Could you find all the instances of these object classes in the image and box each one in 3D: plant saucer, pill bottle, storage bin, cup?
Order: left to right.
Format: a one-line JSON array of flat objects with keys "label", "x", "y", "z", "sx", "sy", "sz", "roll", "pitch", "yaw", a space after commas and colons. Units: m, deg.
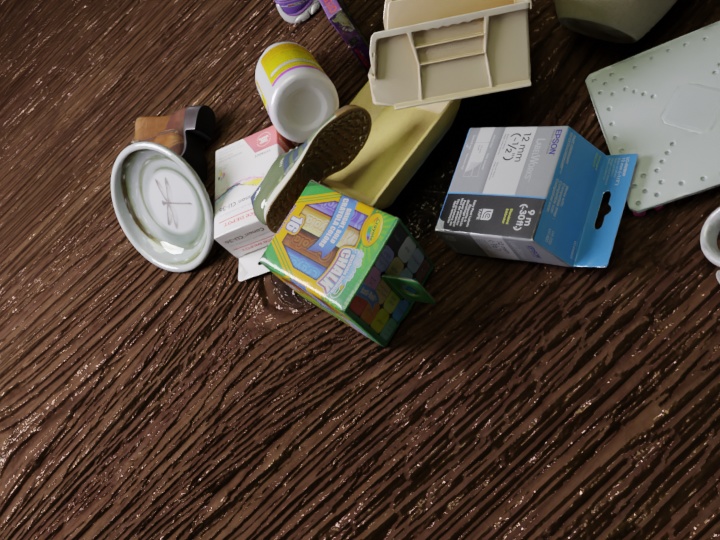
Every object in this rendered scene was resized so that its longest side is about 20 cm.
[{"label": "plant saucer", "x": -0.291, "y": -0.100, "z": 1.029, "sx": 0.195, "sy": 0.206, "sz": 0.050, "roll": 2, "pitch": 25, "yaw": 30}, {"label": "pill bottle", "x": -0.102, "y": -0.278, "z": 1.019, "sx": 0.103, "sy": 0.105, "sz": 0.202, "roll": -36, "pitch": 37, "yaw": 7}, {"label": "plant saucer", "x": 0.030, "y": -0.173, "z": 0.918, "sx": 0.202, "sy": 0.048, "sz": 0.199, "roll": -52, "pitch": 39, "yaw": -5}, {"label": "storage bin", "x": 0.111, "y": -0.294, "z": 0.854, "sx": 0.192, "sy": 0.096, "sz": 0.202, "roll": -7, "pitch": 32, "yaw": 12}, {"label": "cup", "x": 0.310, "y": -0.361, "z": 0.812, "sx": 0.197, "sy": 0.198, "sz": 0.147, "roll": 26, "pitch": 106, "yaw": 36}]

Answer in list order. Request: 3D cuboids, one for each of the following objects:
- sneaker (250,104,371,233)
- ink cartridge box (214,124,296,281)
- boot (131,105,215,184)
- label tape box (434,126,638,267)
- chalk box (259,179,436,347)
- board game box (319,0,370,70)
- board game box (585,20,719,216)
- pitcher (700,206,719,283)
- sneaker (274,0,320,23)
[{"label": "sneaker", "x": -0.075, "y": -0.145, "z": 0.899, "sx": 0.202, "sy": 0.067, "sz": 0.089, "roll": -51, "pitch": 39, "yaw": -7}, {"label": "ink cartridge box", "x": -0.151, "y": -0.099, "z": 0.991, "sx": 0.114, "sy": 0.067, "sz": 0.205, "roll": -19, "pitch": 58, "yaw": 19}, {"label": "boot", "x": -0.347, "y": -0.187, "z": 1.151, "sx": 0.195, "sy": 0.068, "sz": 0.195, "roll": -1, "pitch": 76, "yaw": 35}, {"label": "label tape box", "x": 0.198, "y": -0.089, "z": 0.776, "sx": 0.196, "sy": 0.066, "sz": 0.147, "roll": 8, "pitch": 70, "yaw": 43}, {"label": "chalk box", "x": 0.000, "y": 0.000, "z": 0.820, "sx": 0.197, "sy": 0.125, "sz": 0.126, "roll": 28, "pitch": 80, "yaw": 37}, {"label": "board game box", "x": -0.041, "y": -0.416, "z": 1.061, "sx": 0.032, "sy": 0.120, "sz": 0.203, "roll": -30, "pitch": 54, "yaw": 10}, {"label": "board game box", "x": 0.376, "y": -0.176, "z": 0.762, "sx": 0.195, "sy": 0.026, "sz": 0.205, "roll": -18, "pitch": 58, "yaw": 20}, {"label": "pitcher", "x": 0.401, "y": -0.037, "z": 0.594, "sx": 0.202, "sy": 0.118, "sz": 0.175, "roll": -56, "pitch": 33, "yaw": 40}, {"label": "sneaker", "x": -0.076, "y": -0.521, "z": 1.157, "sx": 0.080, "sy": 0.083, "sz": 0.202, "roll": 30, "pitch": 81, "yaw": 36}]
